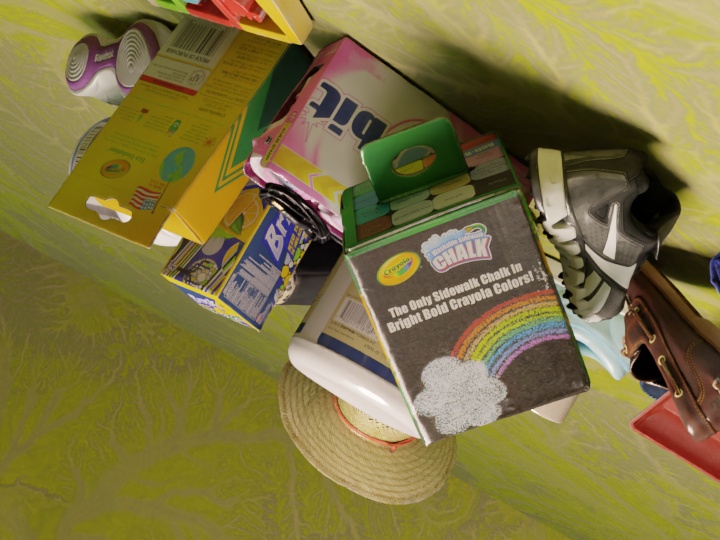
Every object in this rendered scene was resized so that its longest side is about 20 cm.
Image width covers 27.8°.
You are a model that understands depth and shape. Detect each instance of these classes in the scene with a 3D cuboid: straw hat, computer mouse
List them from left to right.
[{"bbox_3d":[0.000,0.000,1.074,0.200,0.034,0.059,35,169,-23],"label":"computer mouse"},{"bbox_3d":[0.028,0.123,1.406,0.201,0.201,0.085,32,133,-8],"label":"straw hat"}]

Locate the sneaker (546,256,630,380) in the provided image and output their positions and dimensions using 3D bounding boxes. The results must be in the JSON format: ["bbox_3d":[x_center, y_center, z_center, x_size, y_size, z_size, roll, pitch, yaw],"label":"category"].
[{"bbox_3d":[0.161,0.037,1.285,0.200,0.082,0.074,22,165,36],"label":"sneaker"}]

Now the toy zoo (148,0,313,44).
[{"bbox_3d":[-0.117,-0.218,1.043,0.200,0.021,0.131,22,166,37],"label":"toy zoo"}]

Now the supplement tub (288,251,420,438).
[{"bbox_3d":[0.046,0.022,1.203,0.144,0.200,0.144,30,171,5],"label":"supplement tub"}]

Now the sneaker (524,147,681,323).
[{"bbox_3d":[0.175,-0.022,0.987,0.090,0.067,0.200,-9,149,15],"label":"sneaker"}]

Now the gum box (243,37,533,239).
[{"bbox_3d":[0.022,-0.073,1.083,0.200,0.114,0.066,34,168,-16],"label":"gum box"}]

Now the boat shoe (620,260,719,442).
[{"bbox_3d":[0.225,0.053,1.067,0.070,0.070,0.200,45,-172,-23],"label":"boat shoe"}]

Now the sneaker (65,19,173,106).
[{"bbox_3d":[-0.184,-0.179,1.309,0.099,0.075,0.200,15,180,-37],"label":"sneaker"}]

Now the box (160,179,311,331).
[{"bbox_3d":[-0.069,-0.059,1.149,0.070,0.200,0.064,20,164,38],"label":"box"}]

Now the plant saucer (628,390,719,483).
[{"bbox_3d":[0.348,0.125,1.170,0.199,0.037,0.200,31,147,-3],"label":"plant saucer"}]

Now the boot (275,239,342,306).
[{"bbox_3d":[-0.059,-0.004,1.404,0.153,0.074,0.203,-3,-175,-26],"label":"boot"}]

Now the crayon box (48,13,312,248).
[{"bbox_3d":[-0.137,-0.102,1.130,0.127,0.200,0.051,21,160,38],"label":"crayon box"}]

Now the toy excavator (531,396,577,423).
[{"bbox_3d":[0.109,0.071,1.365,0.194,0.100,0.200,29,-171,3],"label":"toy excavator"}]

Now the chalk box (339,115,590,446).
[{"bbox_3d":[0.061,-0.009,0.986,0.124,0.124,0.201,-94,-16,-68],"label":"chalk box"}]

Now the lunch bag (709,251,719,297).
[{"bbox_3d":[0.328,0.070,0.939,0.200,0.128,0.170,39,180,41],"label":"lunch bag"}]

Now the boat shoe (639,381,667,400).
[{"bbox_3d":[0.329,0.133,1.307,0.200,0.069,0.084,17,163,47],"label":"boat shoe"}]

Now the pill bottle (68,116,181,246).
[{"bbox_3d":[-0.179,-0.081,1.286,0.114,0.114,0.200,36,170,-26],"label":"pill bottle"}]
